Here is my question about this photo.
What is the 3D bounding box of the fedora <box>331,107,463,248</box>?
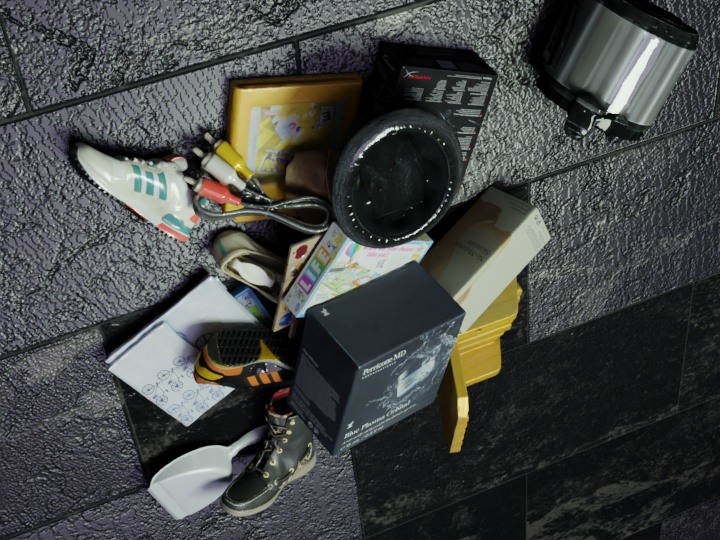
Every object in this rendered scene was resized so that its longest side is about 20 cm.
[{"bbox_3d":[0.033,-0.129,1.419,0.198,0.092,0.202,-16,133,-18],"label":"fedora"}]

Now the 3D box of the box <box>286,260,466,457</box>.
[{"bbox_3d":[0.019,0.121,1.563,0.195,0.117,0.201,-24,145,-33],"label":"box"}]

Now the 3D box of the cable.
[{"bbox_3d":[-0.128,-0.088,1.416,0.198,0.050,0.098,26,70,-7],"label":"cable"}]

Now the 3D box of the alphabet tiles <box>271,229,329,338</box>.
[{"bbox_3d":[-0.042,0.010,1.541,0.166,0.008,0.201,-23,147,-32],"label":"alphabet tiles"}]

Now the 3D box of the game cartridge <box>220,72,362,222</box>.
[{"bbox_3d":[-0.091,-0.157,1.478,0.174,0.033,0.202,-8,127,-22],"label":"game cartridge"}]

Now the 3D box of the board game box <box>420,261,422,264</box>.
[{"bbox_3d":[0.017,0.055,1.688,0.199,0.046,0.152,-35,133,1],"label":"board game box"}]

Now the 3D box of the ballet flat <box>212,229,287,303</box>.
[{"bbox_3d":[-0.119,0.012,1.559,0.199,0.070,0.070,28,109,-34],"label":"ballet flat"}]

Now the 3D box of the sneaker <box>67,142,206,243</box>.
[{"bbox_3d":[-0.269,-0.118,1.403,0.199,0.070,0.094,38,83,-39],"label":"sneaker"}]

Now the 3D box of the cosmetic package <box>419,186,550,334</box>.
[{"bbox_3d":[0.168,-0.017,1.637,0.200,0.105,0.071,-47,133,-14],"label":"cosmetic package"}]

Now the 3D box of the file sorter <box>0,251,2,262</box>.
[{"bbox_3d":[-0.518,0.024,1.333,0.138,0.125,0.201,13,117,-35],"label":"file sorter"}]

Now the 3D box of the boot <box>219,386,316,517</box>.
[{"bbox_3d":[-0.134,0.271,1.729,0.199,0.073,0.152,-27,136,-43],"label":"boot"}]

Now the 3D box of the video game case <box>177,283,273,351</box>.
[{"bbox_3d":[-0.214,0.118,1.637,0.199,0.018,0.144,-33,132,-1],"label":"video game case"}]

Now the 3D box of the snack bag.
[{"bbox_3d":[-0.228,0.116,1.601,0.199,0.021,0.189,-39,132,4],"label":"snack bag"}]

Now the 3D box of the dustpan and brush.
[{"bbox_3d":[-0.222,0.300,1.758,0.198,0.058,0.140,-24,144,-1],"label":"dustpan and brush"}]

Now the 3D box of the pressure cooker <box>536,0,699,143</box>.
[{"bbox_3d":[0.332,-0.265,1.515,0.174,0.179,0.201,8,120,-35],"label":"pressure cooker"}]

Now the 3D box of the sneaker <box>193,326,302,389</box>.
[{"bbox_3d":[-0.145,0.130,1.610,0.198,0.071,0.090,5,144,-36],"label":"sneaker"}]

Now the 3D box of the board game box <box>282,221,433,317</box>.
[{"bbox_3d":[0.000,0.000,1.532,0.199,0.034,0.135,1,129,-54],"label":"board game box"}]

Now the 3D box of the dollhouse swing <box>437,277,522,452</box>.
[{"bbox_3d":[0.188,0.148,1.724,0.180,0.177,0.201,-18,150,-13],"label":"dollhouse swing"}]

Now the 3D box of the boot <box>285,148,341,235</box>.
[{"bbox_3d":[-0.056,-0.083,1.511,0.074,0.074,0.201,3,137,8],"label":"boot"}]

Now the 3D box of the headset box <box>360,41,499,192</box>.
[{"bbox_3d":[0.078,-0.190,1.510,0.147,0.077,0.202,-1,126,-26],"label":"headset box"}]
